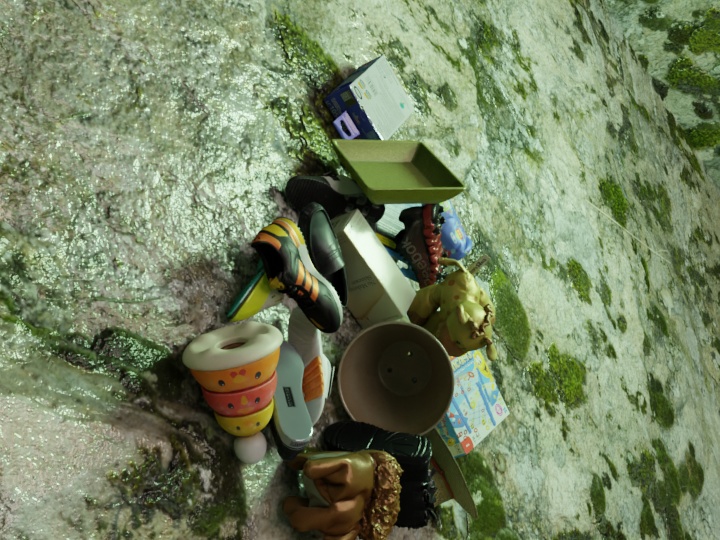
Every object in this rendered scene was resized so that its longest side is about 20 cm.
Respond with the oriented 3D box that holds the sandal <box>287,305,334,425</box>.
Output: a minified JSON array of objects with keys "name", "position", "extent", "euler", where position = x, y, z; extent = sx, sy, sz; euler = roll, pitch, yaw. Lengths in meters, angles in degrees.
[{"name":"sandal","position":[-0.076,0.156,1.318],"extent":[0.059,0.079,0.209],"euler":[26,58,-51]}]

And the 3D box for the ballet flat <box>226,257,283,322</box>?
[{"name":"ballet flat","position":[-0.145,0.017,1.296],"extent":[0.067,0.067,0.201],"euler":[36,45,-14]}]

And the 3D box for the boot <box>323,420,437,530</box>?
[{"name":"boot","position":[0.035,0.343,1.355],"extent":[0.074,0.196,0.164],"euler":[-60,153,-56]}]

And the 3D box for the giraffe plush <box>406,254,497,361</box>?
[{"name":"giraffe plush","position":[0.184,0.090,1.456],"extent":[0.171,0.201,0.163],"euler":[19,31,-17]}]

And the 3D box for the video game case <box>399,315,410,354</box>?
[{"name":"video game case","position":[0.114,0.165,1.597],"extent":[0.201,0.018,0.143],"euler":[58,39,-17]}]

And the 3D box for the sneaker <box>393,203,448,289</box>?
[{"name":"sneaker","position":[0.113,-0.034,1.535],"extent":[0.071,0.097,0.202],"euler":[-56,143,-59]}]

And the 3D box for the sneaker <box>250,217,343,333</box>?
[{"name":"sneaker","position":[-0.104,0.022,1.254],"extent":[0.090,0.070,0.201],"euler":[-39,104,-50]}]

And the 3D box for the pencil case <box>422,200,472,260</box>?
[{"name":"pencil case","position":[0.172,-0.113,1.729],"extent":[0.086,0.078,0.201],"euler":[-32,103,-21]}]

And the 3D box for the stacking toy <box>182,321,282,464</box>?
[{"name":"stacking toy","position":[-0.168,0.187,1.178],"extent":[0.146,0.145,0.202],"euler":[-30,115,-51]}]

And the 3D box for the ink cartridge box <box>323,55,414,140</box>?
[{"name":"ink cartridge box","position":[0.014,-0.326,1.625],"extent":[0.137,0.076,0.200],"euler":[57,39,-17]}]

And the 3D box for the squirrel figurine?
[{"name":"squirrel figurine","position":[-0.018,0.373,1.233],"extent":[0.198,0.141,0.189],"euler":[0,82,-25]}]

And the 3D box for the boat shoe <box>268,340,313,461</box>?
[{"name":"boat shoe","position":[-0.119,0.199,1.253],"extent":[0.073,0.068,0.200],"euler":[3,44,-29]}]

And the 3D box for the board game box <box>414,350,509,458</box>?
[{"name":"board game box","position":[0.188,0.236,1.583],"extent":[0.199,0.056,0.197],"euler":[-25,89,-52]}]

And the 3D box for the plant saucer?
[{"name":"plant saucer","position":[0.064,-0.177,1.492],"extent":[0.198,0.048,0.200],"euler":[-3,35,-24]}]

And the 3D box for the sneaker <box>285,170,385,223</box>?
[{"name":"sneaker","position":[-0.056,-0.140,1.478],"extent":[0.198,0.074,0.089],"euler":[13,31,-34]}]

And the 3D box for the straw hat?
[{"name":"straw hat","position":[0.127,0.377,1.467],"extent":[0.084,0.201,0.203],"euler":[-26,99,-9]}]

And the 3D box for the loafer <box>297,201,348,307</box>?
[{"name":"loafer","position":[-0.056,-0.023,1.360],"extent":[0.068,0.070,0.202],"euler":[-36,134,-30]}]

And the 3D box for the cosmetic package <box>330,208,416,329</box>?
[{"name":"cosmetic package","position":[0.000,0.000,1.456],"extent":[0.201,0.103,0.073],"euler":[54,40,-19]}]

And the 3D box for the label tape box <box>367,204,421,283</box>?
[{"name":"label tape box","position":[0.056,-0.078,1.587],"extent":[0.144,0.063,0.202],"euler":[24,59,-43]}]

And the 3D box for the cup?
[{"name":"cup","position":[0.070,0.183,1.423],"extent":[0.143,0.198,0.202],"euler":[-11,83,-80]}]
